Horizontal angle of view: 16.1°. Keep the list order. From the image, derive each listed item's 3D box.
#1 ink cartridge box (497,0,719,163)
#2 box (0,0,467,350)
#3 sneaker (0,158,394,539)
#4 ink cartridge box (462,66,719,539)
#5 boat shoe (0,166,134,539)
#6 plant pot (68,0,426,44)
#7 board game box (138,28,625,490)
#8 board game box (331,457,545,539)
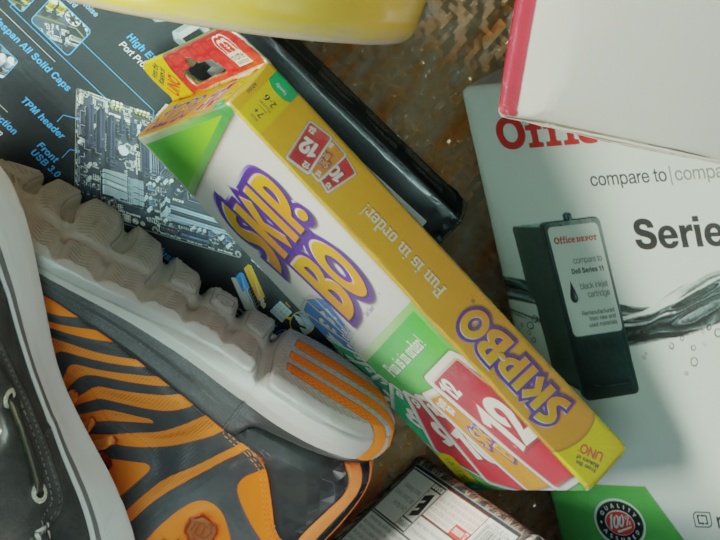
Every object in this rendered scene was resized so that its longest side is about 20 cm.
[{"bbox_3d":[0.103,-0.157,0.782,0.086,0.148,0.200,9,59,3],"label":"ink cartridge box"},{"bbox_3d":[-0.085,-0.035,0.952,0.200,0.046,0.159,43,101,-7],"label":"box"},{"bbox_3d":[-0.097,0.047,0.909,0.200,0.078,0.112,34,108,1],"label":"sneaker"},{"bbox_3d":[0.131,0.013,0.900,0.147,0.083,0.200,-3,105,43],"label":"ink cartridge box"},{"bbox_3d":[-0.131,0.056,0.854,0.070,0.066,0.200,5,116,34],"label":"boat shoe"},{"bbox_3d":[-0.034,-0.177,0.833,0.201,0.201,0.189,9,100,1],"label":"plant pot"},{"bbox_3d":[0.000,0.000,0.883,0.030,0.096,0.200,-45,103,-20],"label":"board game box"},{"bbox_3d":[0.001,0.180,0.909,0.200,0.159,0.097,-44,103,-5],"label":"board game box"}]
